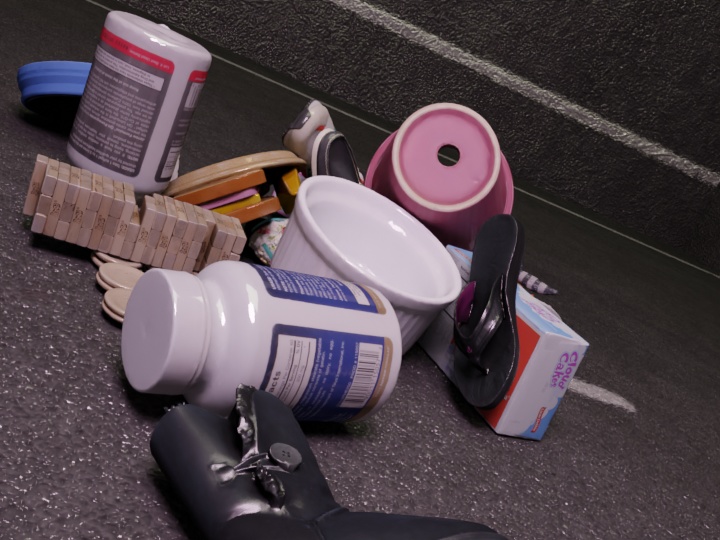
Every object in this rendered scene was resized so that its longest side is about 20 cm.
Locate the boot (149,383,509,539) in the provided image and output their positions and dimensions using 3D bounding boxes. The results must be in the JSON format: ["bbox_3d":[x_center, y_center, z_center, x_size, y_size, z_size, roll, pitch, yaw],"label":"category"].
[{"bbox_3d":[-0.015,0.139,0.480,0.196,0.078,0.168,6,28,-35],"label":"boot"}]

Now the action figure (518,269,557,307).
[{"bbox_3d":[0.221,-0.002,1.211,0.197,0.106,0.195,-7,51,-44],"label":"action figure"}]

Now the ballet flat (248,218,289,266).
[{"bbox_3d":[-0.063,-0.028,0.976,0.198,0.075,0.065,-11,70,-57],"label":"ballet flat"}]

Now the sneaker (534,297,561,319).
[{"bbox_3d":[0.175,0.043,1.077,0.196,0.074,0.115,19,14,-20],"label":"sneaker"}]

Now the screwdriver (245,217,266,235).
[{"bbox_3d":[-0.071,-0.035,1.047,0.197,0.028,0.030,20,45,-43],"label":"screwdriver"}]

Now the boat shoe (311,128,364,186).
[{"bbox_3d":[-0.004,-0.073,0.948,0.066,0.204,0.072,8,36,39],"label":"boat shoe"}]

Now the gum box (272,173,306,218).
[{"bbox_3d":[-0.029,-0.081,1.140,0.197,0.067,0.113,29,11,11],"label":"gum box"}]

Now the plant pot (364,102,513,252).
[{"bbox_3d":[0.098,-0.109,0.979,0.196,0.203,0.179,27,-10,7],"label":"plant pot"}]

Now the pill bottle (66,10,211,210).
[{"bbox_3d":[-0.234,-0.146,0.812,0.108,0.204,0.111,22,15,-7],"label":"pill bottle"}]

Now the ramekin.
[{"bbox_3d":[0.000,0.000,0.839,0.197,0.099,0.202,28,26,-15],"label":"ramekin"}]

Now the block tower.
[{"bbox_3d":[-0.208,-0.044,0.742,0.196,0.055,0.058,17,17,-25],"label":"block tower"}]

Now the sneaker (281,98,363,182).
[{"bbox_3d":[-0.035,-0.139,0.991,0.093,0.071,0.200,38,-7,11],"label":"sneaker"}]

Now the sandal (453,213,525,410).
[{"bbox_3d":[0.119,0.035,0.787,0.047,0.205,0.074,26,-29,-35],"label":"sandal"}]

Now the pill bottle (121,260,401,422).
[{"bbox_3d":[-0.072,0.055,0.598,0.197,0.113,0.111,11,21,-41],"label":"pill bottle"}]

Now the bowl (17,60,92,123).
[{"bbox_3d":[-0.341,-0.221,1.032,0.195,0.041,0.201,4,-3,0],"label":"bowl"}]

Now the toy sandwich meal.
[{"bbox_3d":[-0.143,-0.081,0.918,0.200,0.072,0.205,-16,1,0],"label":"toy sandwich meal"}]

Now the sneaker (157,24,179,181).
[{"bbox_3d":[-0.259,-0.189,0.934,0.097,0.206,0.077,3,4,-33],"label":"sneaker"}]

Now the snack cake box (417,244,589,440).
[{"bbox_3d":[0.140,0.071,0.855,0.066,0.117,0.200,14,20,-31],"label":"snack cake box"}]

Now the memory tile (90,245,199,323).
[{"bbox_3d":[-0.176,0.013,0.743,0.150,0.017,0.200,16,18,-31],"label":"memory tile"}]
